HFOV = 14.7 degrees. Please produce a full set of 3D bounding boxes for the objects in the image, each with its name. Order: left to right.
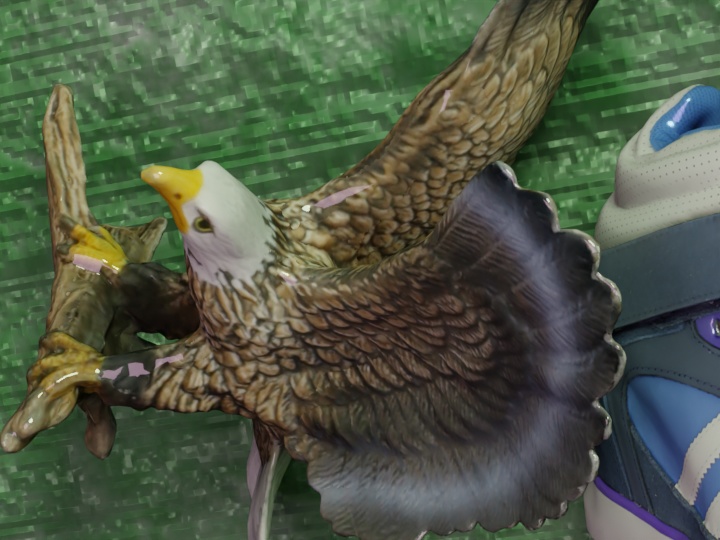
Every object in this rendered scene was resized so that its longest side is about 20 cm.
[{"bbox_3d":[-0.003,-0.001,0.762,0.199,0.151,0.153,-14,92,22],"label":"eagle figurine"},{"bbox_3d":[0.126,0.022,0.716,0.200,0.080,0.147,27,117,55],"label":"sneaker"}]
